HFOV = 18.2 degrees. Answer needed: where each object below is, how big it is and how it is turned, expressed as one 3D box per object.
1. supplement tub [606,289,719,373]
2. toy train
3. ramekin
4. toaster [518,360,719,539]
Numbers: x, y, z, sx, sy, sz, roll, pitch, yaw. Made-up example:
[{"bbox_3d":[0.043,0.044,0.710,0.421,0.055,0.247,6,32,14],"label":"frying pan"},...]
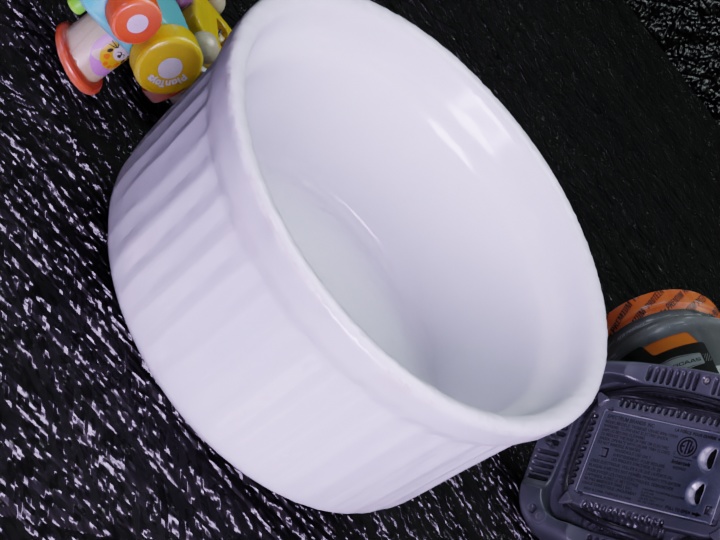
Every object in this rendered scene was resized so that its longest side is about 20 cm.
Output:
[{"bbox_3d":[0.207,0.113,1.351,0.123,0.122,0.200,42,19,-42],"label":"supplement tub"},{"bbox_3d":[-0.111,-0.131,1.017,0.150,0.056,0.200,55,11,4],"label":"toy train"},{"bbox_3d":[-0.005,-0.002,0.887,0.200,0.098,0.201,32,38,-29],"label":"ramekin"},{"bbox_3d":[0.176,0.123,1.177,0.129,0.199,0.114,44,62,-49],"label":"toaster"}]
